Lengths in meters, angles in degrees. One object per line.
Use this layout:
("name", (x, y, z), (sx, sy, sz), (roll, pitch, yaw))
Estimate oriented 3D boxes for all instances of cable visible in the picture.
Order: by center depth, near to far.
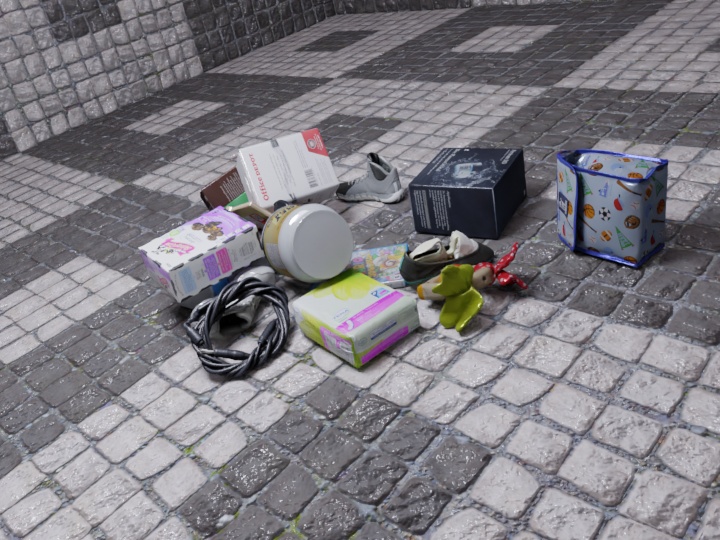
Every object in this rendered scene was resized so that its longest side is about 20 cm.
("cable", (-0.207, 0.097, 1.233), (0.197, 0.051, 0.164), (-30, 60, -24))

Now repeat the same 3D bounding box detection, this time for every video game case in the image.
("video game case", (0.000, 0.000, 1.393), (0.194, 0.018, 0.144), (-9, 31, 11))

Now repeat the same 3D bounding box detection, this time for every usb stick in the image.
("usb stick", (-0.107, -0.112, 1.496), (0.054, 0.034, 0.198), (9, -7, 41))

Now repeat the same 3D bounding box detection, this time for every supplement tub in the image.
("supplement tub", (-0.103, -0.054, 1.326), (0.142, 0.148, 0.199), (-25, 13, -20))

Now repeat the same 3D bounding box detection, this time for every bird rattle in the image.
("bird rattle", (0.187, 0.012, 1.216), (0.198, 0.115, 0.161), (-33, 18, -35))

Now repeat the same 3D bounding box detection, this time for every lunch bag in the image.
("lunch bag", (0.439, -0.120, 1.250), (0.122, 0.175, 0.198), (-26, 32, -31))

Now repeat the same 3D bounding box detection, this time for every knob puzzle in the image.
("knob puzzle", (-0.206, -0.098, 1.499), (0.214, 0.219, 0.031), (8, 70, 33))

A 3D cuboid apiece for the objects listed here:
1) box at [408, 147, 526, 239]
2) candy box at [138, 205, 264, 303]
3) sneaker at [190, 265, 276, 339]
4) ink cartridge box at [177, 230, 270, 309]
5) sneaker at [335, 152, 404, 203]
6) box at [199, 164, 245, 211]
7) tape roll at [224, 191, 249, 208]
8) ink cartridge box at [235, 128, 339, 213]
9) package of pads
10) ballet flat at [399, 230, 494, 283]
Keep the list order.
("box", (0.234, -0.172, 1.484), (0.195, 0.120, 0.197), (7, 35, 31))
("candy box", (-0.316, -0.037, 1.368), (0.197, 0.073, 0.166), (-31, 34, -26))
("sneaker", (-0.226, 0.070, 1.332), (0.098, 0.079, 0.199), (25, 55, 38))
("ink cartridge box", (-0.283, -0.002, 1.454), (0.141, 0.087, 0.200), (10, 39, 36))
("sneaker", (0.016, -0.234, 1.684), (0.195, 0.118, 0.075), (6, 34, 31))
("box", (-0.296, -0.218, 1.696), (0.198, 0.076, 0.100), (-36, 7, -14))
("tape roll", (-0.271, -0.156, 1.656), (0.198, 0.049, 0.201), (-35, 6, 4))
("ink cartridge box", (-0.166, -0.215, 1.550), (0.195, 0.150, 0.083), (-19, -10, -21))
("package of pads", (-0.014, 0.080, 1.213), (0.152, 0.070, 0.198), (-29, 32, -27))
("ballet flat", (0.166, -0.030, 1.303), (0.194, 0.070, 0.068), (-16, 33, -15))
